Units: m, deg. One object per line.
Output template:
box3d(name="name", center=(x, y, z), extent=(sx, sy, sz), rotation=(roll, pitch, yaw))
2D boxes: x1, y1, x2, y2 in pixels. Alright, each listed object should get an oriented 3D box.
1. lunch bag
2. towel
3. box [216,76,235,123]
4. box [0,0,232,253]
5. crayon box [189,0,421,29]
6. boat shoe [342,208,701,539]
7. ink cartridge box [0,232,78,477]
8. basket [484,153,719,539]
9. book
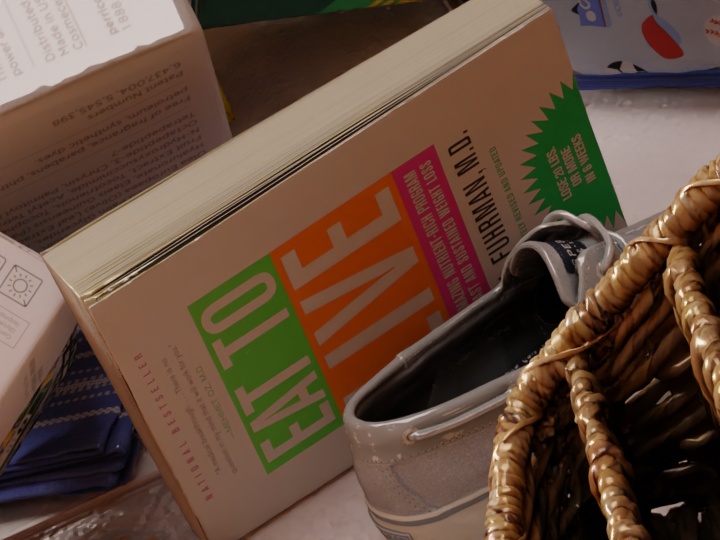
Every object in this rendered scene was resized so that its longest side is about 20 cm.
box3d(name="lunch bag", center=(0.158, -0.159, 1.111), extent=(0.160, 0.076, 0.200), rotation=(-1, 38, 40))
box3d(name="towel", center=(-0.139, 0.034, 1.079), extent=(0.144, 0.024, 0.200), rotation=(-13, 32, 21))
box3d(name="box", center=(-0.150, -0.103, 1.237), extent=(0.070, 0.064, 0.200), rotation=(-38, 34, -21))
box3d(name="box", center=(-0.175, -0.090, 1.025), extent=(0.199, 0.171, 0.199), rotation=(-24, 64, -7))
box3d(name="crayon box", center=(-0.062, -0.168, 1.217), extent=(0.172, 0.058, 0.200), rotation=(-10, 21, -36))
box3d(name="boat shoe", center=(0.078, 0.020, 0.906), extent=(0.201, 0.072, 0.070), rotation=(-37, 35, -19))
box3d(name="ink cartridge box", center=(-0.175, 0.088, 0.925), extent=(0.050, 0.109, 0.200), rotation=(29, 70, 3))
box3d(name="basket", center=(0.100, 0.076, 0.741), extent=(0.142, 0.149, 0.200), rotation=(-19, 34, 7))
box3d(name="book", center=(0.000, 0.000, 0.929), extent=(0.200, 0.134, 0.048), rotation=(-33, 36, -12))
